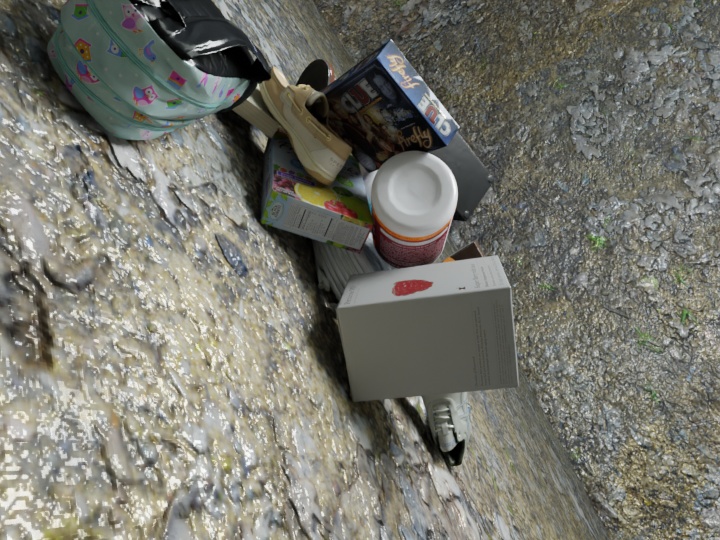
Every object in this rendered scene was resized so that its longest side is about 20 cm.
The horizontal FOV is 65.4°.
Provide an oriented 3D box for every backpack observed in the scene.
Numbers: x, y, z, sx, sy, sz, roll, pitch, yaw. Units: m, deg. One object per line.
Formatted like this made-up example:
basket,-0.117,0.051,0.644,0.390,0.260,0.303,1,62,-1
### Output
backpack,-0.183,-0.203,0.519,0.167,0.126,0.201,43,19,-12

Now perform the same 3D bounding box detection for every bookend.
bookend,0.097,-0.192,0.980,0.198,0.093,0.199,43,-11,-25

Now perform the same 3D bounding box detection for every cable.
cable,0.000,0.000,0.847,0.200,0.068,0.204,42,22,-49

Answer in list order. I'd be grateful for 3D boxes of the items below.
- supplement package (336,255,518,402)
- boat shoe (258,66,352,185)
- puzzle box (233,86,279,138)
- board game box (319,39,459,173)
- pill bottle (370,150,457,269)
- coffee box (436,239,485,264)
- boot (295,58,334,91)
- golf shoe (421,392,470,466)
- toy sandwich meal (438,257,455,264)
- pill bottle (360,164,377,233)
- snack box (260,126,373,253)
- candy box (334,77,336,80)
supplement package,0.081,0.067,0.676,0.122,0.193,0.124,-70,151,-71
boat shoe,-0.070,-0.206,0.744,0.073,0.069,0.203,15,39,-59
puzzle box,-0.165,-0.269,0.820,0.131,0.026,0.202,34,23,-17
board game box,0.023,-0.205,0.743,0.135,0.035,0.198,45,-20,-20
pill bottle,0.069,-0.066,0.780,0.201,0.110,0.115,85,-21,-70
coffee box,0.147,0.047,0.993,0.116,0.197,0.080,58,15,3
boot,-0.029,-0.274,0.957,0.067,0.193,0.199,25,37,27
golf shoe,0.129,0.209,0.822,0.099,0.076,0.202,-85,157,-45
toy sandwich meal,0.108,0.077,0.831,0.069,0.210,0.204,26,2,23
pill bottle,0.058,-0.098,0.938,0.200,0.110,0.112,44,20,-28
snack box,-0.064,-0.118,0.774,0.139,0.054,0.202,18,32,-20
candy box,-0.047,-0.260,1.087,0.201,0.117,0.056,52,-15,-29
